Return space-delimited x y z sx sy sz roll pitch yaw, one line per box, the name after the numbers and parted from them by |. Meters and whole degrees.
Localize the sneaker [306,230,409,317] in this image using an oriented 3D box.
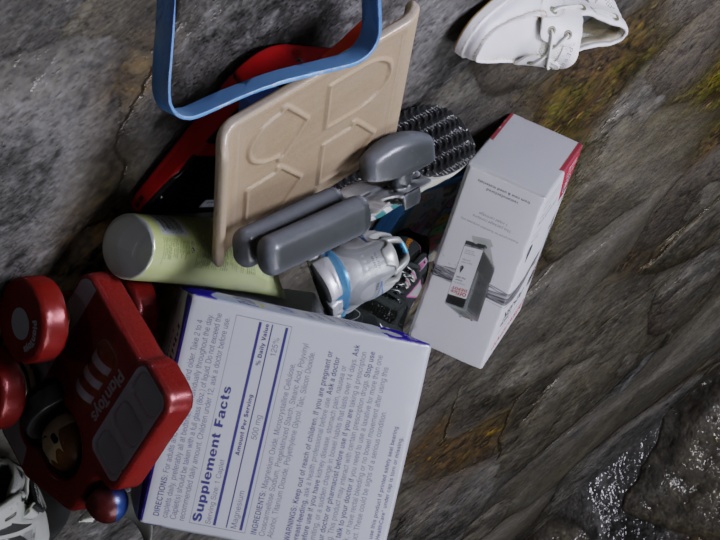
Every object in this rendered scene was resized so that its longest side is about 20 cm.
0.000 0.000 1.673 0.086 0.075 0.200 -23 -175 -3 | sneaker

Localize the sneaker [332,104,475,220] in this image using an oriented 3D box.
0.012 -0.083 1.715 0.199 0.071 0.093 -30 180 -37 | sneaker

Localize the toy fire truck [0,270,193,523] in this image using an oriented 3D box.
-0.214 0.102 1.499 0.112 0.168 0.200 -4 141 -43 | toy fire truck

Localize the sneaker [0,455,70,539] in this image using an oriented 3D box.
-0.310 0.203 1.703 0.089 0.074 0.200 -47 160 23 | sneaker

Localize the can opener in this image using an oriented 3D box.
-0.020 -0.055 1.514 0.200 0.052 0.067 -31 125 -40 | can opener

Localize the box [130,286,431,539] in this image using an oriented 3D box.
-0.066 0.122 1.542 0.105 0.199 0.185 -154 -103 -77 | box

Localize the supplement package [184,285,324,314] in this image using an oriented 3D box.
-0.092 0.090 1.713 0.200 0.117 0.118 69 28 -74 | supplement package

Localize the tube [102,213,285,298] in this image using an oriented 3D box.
-0.126 -0.013 1.546 0.200 0.052 0.058 2 104 -59 | tube

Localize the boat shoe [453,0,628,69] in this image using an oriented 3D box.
0.166 -0.210 1.694 0.199 0.069 0.071 -22 155 -41 | boat shoe

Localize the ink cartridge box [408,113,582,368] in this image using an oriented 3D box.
0.131 -0.028 1.868 0.147 0.083 0.201 -50 161 -57 | ink cartridge box

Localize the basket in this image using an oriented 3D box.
-0.052 -0.203 1.173 0.176 0.139 0.201 -23 124 -39 | basket

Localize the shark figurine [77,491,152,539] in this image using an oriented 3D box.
-0.192 0.183 1.855 0.089 0.129 0.214 21 155 -30 | shark figurine

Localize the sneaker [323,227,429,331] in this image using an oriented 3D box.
0.022 0.009 1.816 0.087 0.080 0.200 -62 -176 19 | sneaker

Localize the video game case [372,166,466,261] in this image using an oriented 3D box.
0.080 -0.054 1.950 0.199 0.018 0.143 -18 151 -47 | video game case

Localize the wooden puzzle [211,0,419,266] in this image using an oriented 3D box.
-0.044 -0.110 1.472 0.200 0.046 0.185 -37 162 -22 | wooden puzzle

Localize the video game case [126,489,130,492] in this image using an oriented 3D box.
-0.166 0.156 1.935 0.199 0.018 0.143 -29 157 -20 | video game case

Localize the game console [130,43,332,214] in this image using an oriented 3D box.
-0.074 -0.110 1.542 0.177 0.031 0.200 -43 160 26 | game console
